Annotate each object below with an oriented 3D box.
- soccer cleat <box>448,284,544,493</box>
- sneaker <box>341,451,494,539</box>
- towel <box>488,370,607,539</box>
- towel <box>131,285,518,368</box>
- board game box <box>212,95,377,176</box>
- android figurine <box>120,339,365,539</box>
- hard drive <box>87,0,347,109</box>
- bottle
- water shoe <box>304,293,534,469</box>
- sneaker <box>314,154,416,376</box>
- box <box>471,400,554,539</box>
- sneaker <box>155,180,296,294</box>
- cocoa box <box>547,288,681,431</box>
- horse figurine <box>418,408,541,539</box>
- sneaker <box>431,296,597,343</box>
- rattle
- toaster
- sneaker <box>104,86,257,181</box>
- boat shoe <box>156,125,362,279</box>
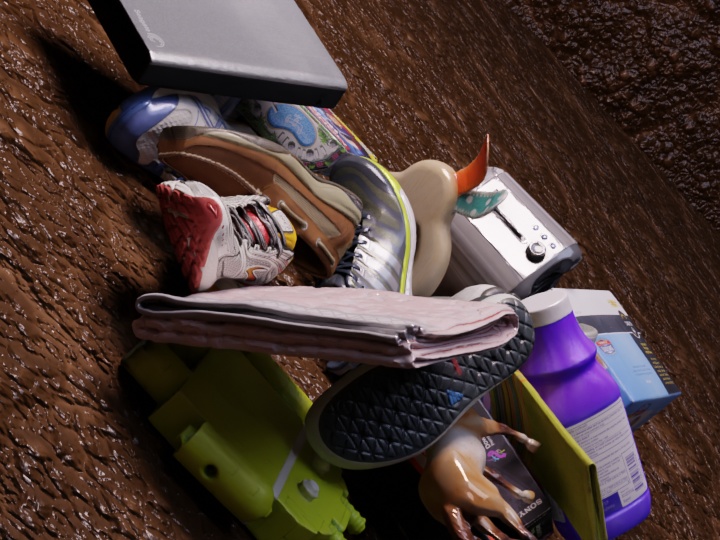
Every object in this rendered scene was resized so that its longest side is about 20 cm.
[{"bbox_3d":[0.127,0.104,1.512,0.070,0.086,0.202,-30,103,-35],"label":"soccer cleat"},{"bbox_3d":[0.064,0.178,1.339,0.202,0.067,0.108,50,20,7],"label":"sneaker"},{"bbox_3d":[0.137,0.132,1.368,0.200,0.018,0.087,-126,-160,-60],"label":"towel"},{"bbox_3d":[-0.019,0.032,1.156,0.191,0.198,0.033,-5,100,-67],"label":"towel"},{"bbox_3d":[-0.089,-0.150,1.557,0.200,0.062,0.200,46,9,8],"label":"board game box"},{"bbox_3d":[-0.071,0.112,1.185,0.200,0.041,0.182,47,17,-4],"label":"android figurine"},{"bbox_3d":[-0.119,-0.191,1.415,0.199,0.033,0.140,2,46,-43],"label":"hard drive"},{"bbox_3d":[0.172,0.117,1.445,0.065,0.083,0.202,7,-61,62],"label":"bottle"},{"bbox_3d":[0.035,0.081,1.255,0.199,0.079,0.072,-26,100,-30],"label":"water shoe"},{"bbox_3d":[0.000,0.000,1.458,0.081,0.073,0.202,12,64,-51],"label":"sneaker"},{"bbox_3d":[0.103,0.151,1.440,0.144,0.036,0.200,56,-1,14],"label":"box"},{"bbox_3d":[-0.090,-0.029,1.245,0.200,0.081,0.079,69,0,-83],"label":"sneaker"},{"bbox_3d":[0.200,0.107,1.711,0.132,0.133,0.200,55,18,15],"label":"cocoa box"},{"bbox_3d":[0.079,0.148,1.263,0.132,0.050,0.201,31,27,-21],"label":"horse figurine"},{"bbox_3d":[0.109,0.105,1.601,0.201,0.148,0.077,14,15,35],"label":"sneaker"},{"bbox_3d":[0.066,-0.036,1.556,0.142,0.200,0.131,29,27,-49],"label":"rattle"},{"bbox_3d":[0.119,-0.006,1.716,0.130,0.113,0.200,51,-23,12],"label":"toaster"},{"bbox_3d":[-0.118,-0.083,1.407,0.199,0.075,0.089,19,35,-58],"label":"sneaker"},{"bbox_3d":[-0.073,-0.049,1.362,0.199,0.075,0.075,26,71,-43],"label":"boat shoe"}]
